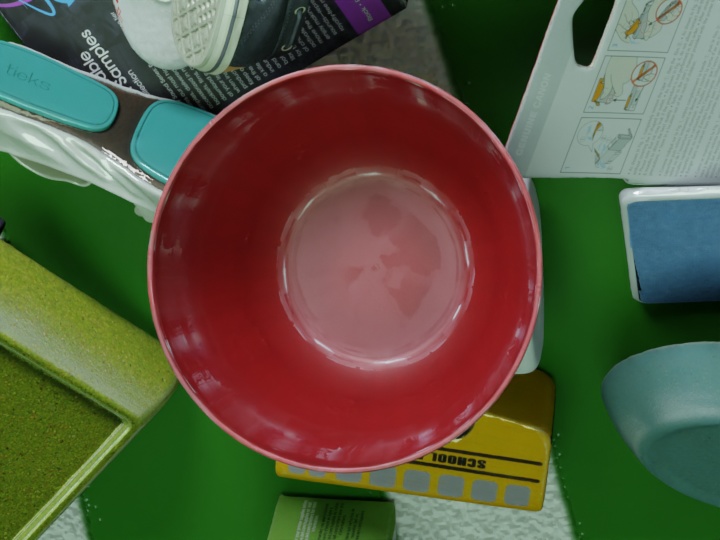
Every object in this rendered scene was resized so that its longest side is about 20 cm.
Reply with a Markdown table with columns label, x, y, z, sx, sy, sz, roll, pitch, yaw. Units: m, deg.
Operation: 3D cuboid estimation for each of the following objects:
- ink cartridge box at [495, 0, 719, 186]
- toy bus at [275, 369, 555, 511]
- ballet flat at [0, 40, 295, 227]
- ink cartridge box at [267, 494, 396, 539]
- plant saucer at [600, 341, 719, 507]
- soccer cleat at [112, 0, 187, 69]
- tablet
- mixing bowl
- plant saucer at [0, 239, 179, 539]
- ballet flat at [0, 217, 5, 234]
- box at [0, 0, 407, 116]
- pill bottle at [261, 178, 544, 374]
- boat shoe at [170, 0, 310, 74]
| label | x | y | z | sx | sy | sz | roll | pitch | yaw |
| --- | --- | --- | --- | --- | --- | --- | --- | --- | --- |
| ink cartridge box | 0.163 | -0.136 | 1.285 | 0.172 | 0.044 | 0.201 | 1 | 125 | -27 |
| toy bus | 0.014 | 0.083 | 1.466 | 0.198 | 0.065 | 0.079 | 7 | 122 | 4 |
| ballet flat | -0.130 | -0.064 | 1.371 | 0.199 | 0.070 | 0.070 | 23 | 120 | 0 |
| ink cartridge box | -0.021 | 0.261 | 1.523 | 0.075 | 0.148 | 0.201 | 3 | 120 | 7 |
| plant saucer | 0.229 | 0.098 | 1.395 | 0.198 | 0.036 | 0.200 | 11 | 157 | 5 |
| soccer cleat | -0.102 | -0.190 | 1.277 | 0.068 | 0.085 | 0.201 | 9 | 118 | 4 |
| tablet | 0.244 | -0.017 | 1.369 | 0.198 | 0.014 | 0.130 | -2 | 153 | 9 |
| mixing bowl | 0.000 | 0.000 | 1.284 | 0.198 | 0.108 | 0.202 | 0 | 90 | 10 |
| plant saucer | -0.224 | 0.092 | 1.447 | 0.200 | 0.048 | 0.200 | -46 | 128 | 11 |
| ballet flat | -0.230 | 0.048 | 1.481 | 0.072 | 0.073 | 0.202 | 6 | 118 | 5 |
| box | -0.092 | -0.158 | 1.362 | 0.199 | 0.036 | 0.143 | -29 | 111 | 20 |
| pill bottle | -0.001 | 0.005 | 1.396 | 0.198 | 0.111 | 0.112 | -2 | 119 | 9 |
| boat shoe | -0.038 | -0.185 | 1.228 | 0.062 | 0.075 | 0.201 | -1 | 127 | -31 |
